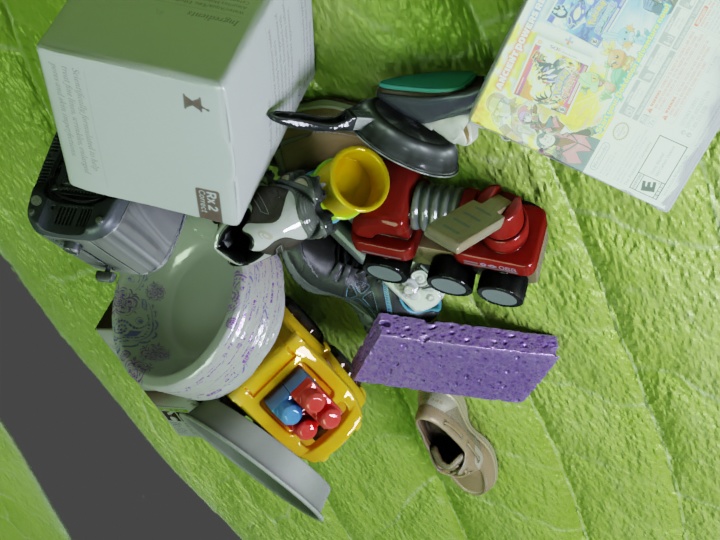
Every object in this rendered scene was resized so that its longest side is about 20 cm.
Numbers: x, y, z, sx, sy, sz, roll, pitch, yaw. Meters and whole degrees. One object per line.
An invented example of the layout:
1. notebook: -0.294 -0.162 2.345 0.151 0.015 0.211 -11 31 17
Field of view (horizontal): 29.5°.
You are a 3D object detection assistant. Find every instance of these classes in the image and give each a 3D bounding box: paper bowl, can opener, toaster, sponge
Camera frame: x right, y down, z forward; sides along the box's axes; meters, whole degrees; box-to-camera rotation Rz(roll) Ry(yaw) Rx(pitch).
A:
1. paper bowl: -0.158 0.035 1.425 0.200 0.202 0.104 -14 155 39
2. can opener: 0.011 -0.037 1.375 0.200 0.067 0.053 41 121 -10
3. toaster: -0.236 -0.091 1.350 0.113 0.201 0.129 6 157 23
4. sponge: 0.100 0.096 1.463 0.199 0.030 0.112 8 146 -13

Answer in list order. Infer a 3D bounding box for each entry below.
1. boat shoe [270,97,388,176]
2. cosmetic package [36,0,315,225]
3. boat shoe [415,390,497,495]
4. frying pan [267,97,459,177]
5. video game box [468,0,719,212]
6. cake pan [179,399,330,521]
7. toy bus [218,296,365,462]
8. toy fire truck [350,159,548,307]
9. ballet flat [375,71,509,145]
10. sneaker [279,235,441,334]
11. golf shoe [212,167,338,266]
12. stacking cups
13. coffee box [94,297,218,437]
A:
1. boat shoe: -0.060 -0.118 1.296 0.199 0.076 0.072 7 138 20
2. cosmetic package: -0.148 -0.178 1.167 0.164 0.200 0.165 14 142 12
3. boat shoe: 0.107 0.212 1.621 0.071 0.065 0.200 -2 136 30
4. frying pan: 0.007 -0.134 1.211 0.189 0.115 0.031 21 116 -17
5. video game box: 0.206 -0.168 1.069 0.182 0.047 0.201 24 122 -4
6. cake pan: -0.113 0.207 1.522 0.200 0.037 0.200 34 166 9
7. toy bus: -0.062 0.142 1.502 0.200 0.136 0.192 48 176 -31
8. toy fire truck: 0.072 -0.043 1.230 0.175 0.129 0.200 12 159 15
9. ballet flat: 0.106 -0.143 1.178 0.199 0.073 0.073 -4 135 29
10. sneaker: 0.000 0.000 1.424 0.082 0.073 0.200 -26 132 39
11. golf shoe: -0.104 -0.048 1.239 0.200 0.094 0.078 -4 112 64
12. stacking cups: -0.047 -0.068 1.278 0.060 0.061 0.200 38 157 -19
13. coffee box: -0.208 0.091 1.598 0.080 0.113 0.200 -1 138 32
